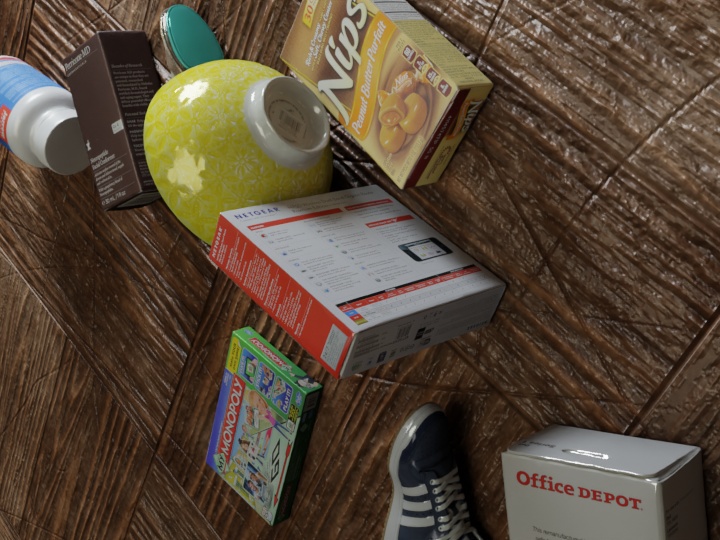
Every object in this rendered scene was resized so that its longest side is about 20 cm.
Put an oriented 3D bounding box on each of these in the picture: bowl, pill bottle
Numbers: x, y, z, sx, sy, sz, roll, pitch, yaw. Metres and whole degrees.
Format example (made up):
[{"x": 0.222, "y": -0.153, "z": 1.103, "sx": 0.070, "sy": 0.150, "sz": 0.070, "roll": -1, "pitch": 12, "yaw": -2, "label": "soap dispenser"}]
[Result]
[{"x": -0.092, "y": -0.123, "z": 0.891, "sx": 0.108, "sy": 0.200, "sz": 0.201, "roll": -27, "pitch": 82, "yaw": 42, "label": "bowl"}, {"x": -0.441, "y": -0.207, "z": 1.270, "sx": 0.200, "sy": 0.112, "sz": 0.113, "roll": 32, "pitch": 122, "yaw": 35, "label": "pill bottle"}]

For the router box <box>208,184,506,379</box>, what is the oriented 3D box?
[{"x": 0.000, "y": 0.000, "z": 0.832, "sx": 0.179, "sy": 0.200, "sz": 0.049, "roll": 40, "pitch": 126, "yaw": 31, "label": "router box"}]

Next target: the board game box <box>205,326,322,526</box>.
[{"x": -0.119, "y": 0.186, "z": 1.118, "sx": 0.134, "sy": 0.029, "sz": 0.201, "roll": 34, "pitch": 123, "yaw": 33, "label": "board game box"}]

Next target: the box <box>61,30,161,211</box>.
[{"x": -0.291, "y": -0.183, "z": 1.159, "sx": 0.100, "sy": 0.075, "sz": 0.201, "roll": -17, "pitch": 87, "yaw": 46, "label": "box"}]

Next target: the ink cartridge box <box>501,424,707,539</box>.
[{"x": 0.205, "y": 0.240, "z": 0.776, "sx": 0.145, "sy": 0.084, "sz": 0.201, "roll": 2, "pitch": 102, "yaw": 44, "label": "ink cartridge box"}]

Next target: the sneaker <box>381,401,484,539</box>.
[{"x": 0.081, "y": 0.228, "z": 0.903, "sx": 0.108, "sy": 0.070, "sz": 0.201, "roll": 33, "pitch": 129, "yaw": 40, "label": "sneaker"}]

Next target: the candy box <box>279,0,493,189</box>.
[{"x": 0.018, "y": -0.185, "z": 0.866, "sx": 0.200, "sy": 0.055, "sz": 0.116, "roll": 49, "pitch": 131, "yaw": 24, "label": "candy box"}]

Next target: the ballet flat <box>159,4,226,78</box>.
[{"x": -0.173, "y": -0.203, "z": 1.044, "sx": 0.200, "sy": 0.068, "sz": 0.067, "roll": 59, "pitch": 140, "yaw": 18, "label": "ballet flat"}]
